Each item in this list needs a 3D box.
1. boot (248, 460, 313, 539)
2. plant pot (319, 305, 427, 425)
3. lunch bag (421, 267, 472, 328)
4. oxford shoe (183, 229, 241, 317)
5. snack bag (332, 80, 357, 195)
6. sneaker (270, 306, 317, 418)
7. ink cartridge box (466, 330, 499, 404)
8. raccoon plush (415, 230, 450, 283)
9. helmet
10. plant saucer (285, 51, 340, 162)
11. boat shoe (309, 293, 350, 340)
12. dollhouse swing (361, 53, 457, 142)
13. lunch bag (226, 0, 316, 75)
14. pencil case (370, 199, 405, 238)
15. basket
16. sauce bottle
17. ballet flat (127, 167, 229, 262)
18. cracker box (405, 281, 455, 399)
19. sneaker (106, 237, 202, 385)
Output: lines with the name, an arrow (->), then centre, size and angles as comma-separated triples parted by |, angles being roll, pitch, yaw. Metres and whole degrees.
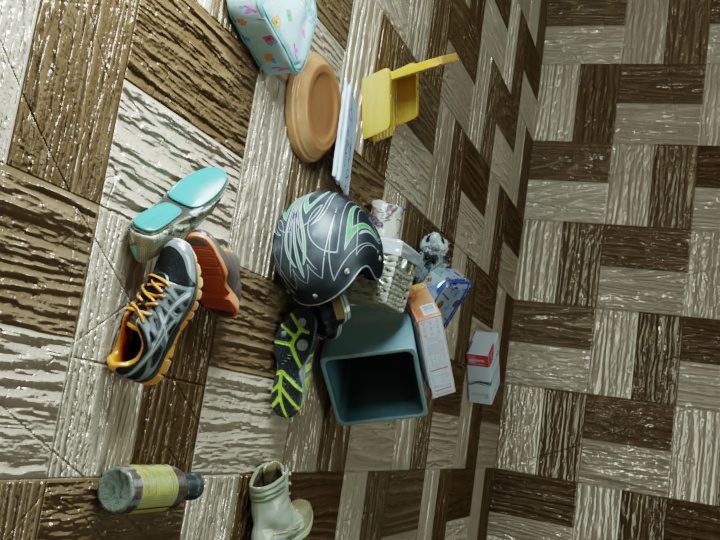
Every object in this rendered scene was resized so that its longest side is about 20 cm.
boot -> -0.143, 0.419, 1.607 | 0.200, 0.071, 0.158 | -26, 116, -65
plant pot -> 0.032, 0.174, 1.849 | 0.202, 0.192, 0.199 | -87, 167, -51
lunch bag -> 0.200, 0.084, 2.271 | 0.159, 0.076, 0.202 | 6, 122, -52
oxford shoe -> -0.220, -0.010, 1.319 | 0.201, 0.070, 0.074 | 84, 15, -57
snack bag -> -0.030, -0.258, 1.757 | 0.200, 0.021, 0.193 | 39, 57, -85
sneaker -> -0.122, 0.166, 1.622 | 0.076, 0.074, 0.204 | 41, 62, -81
ink cartridge box -> 0.419, 0.331, 3.005 | 0.145, 0.082, 0.203 | -53, 142, -55
raccoon plush -> 0.172, -0.008, 2.350 | 0.202, 0.096, 0.134 | -62, -178, 23
helmet -> -0.064, -0.038, 1.552 | 0.190, 0.197, 0.204 | 9, 86, -59
plant saucer -> -0.082, -0.304, 1.648 | 0.200, 0.037, 0.204 | 6, 90, -69
boat shoe -> -0.067, 0.091, 1.685 | 0.200, 0.061, 0.076 | 128, -55, -71
dollhouse swing -> 0.118, -0.383, 1.956 | 0.200, 0.173, 0.185 | -36, 127, -64
lunch bag -> -0.138, -0.430, 1.422 | 0.201, 0.076, 0.163 | 59, 41, -56
pencil case -> 0.052, -0.053, 1.990 | 0.089, 0.077, 0.204 | 16, 79, -53
basket -> 0.000, 0.000, 1.713 | 0.135, 0.197, 0.126 | 29, 72, -66
sauce bottle -> -0.284, 0.303, 1.228 | 0.200, 0.064, 0.066 | 34, 63, -67
ballet flat -> -0.256, -0.074, 1.235 | 0.200, 0.067, 0.076 | -49, 161, -48
cracker box -> 0.143, 0.146, 1.849 | 0.134, 0.057, 0.203 | -113, -171, -59
sneaker -> -0.271, 0.055, 1.163 | 0.077, 0.077, 0.203 | 16, 92, -57
